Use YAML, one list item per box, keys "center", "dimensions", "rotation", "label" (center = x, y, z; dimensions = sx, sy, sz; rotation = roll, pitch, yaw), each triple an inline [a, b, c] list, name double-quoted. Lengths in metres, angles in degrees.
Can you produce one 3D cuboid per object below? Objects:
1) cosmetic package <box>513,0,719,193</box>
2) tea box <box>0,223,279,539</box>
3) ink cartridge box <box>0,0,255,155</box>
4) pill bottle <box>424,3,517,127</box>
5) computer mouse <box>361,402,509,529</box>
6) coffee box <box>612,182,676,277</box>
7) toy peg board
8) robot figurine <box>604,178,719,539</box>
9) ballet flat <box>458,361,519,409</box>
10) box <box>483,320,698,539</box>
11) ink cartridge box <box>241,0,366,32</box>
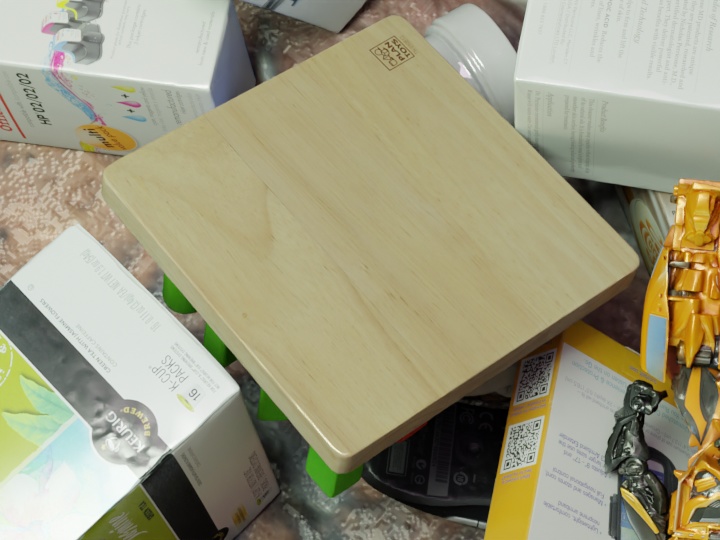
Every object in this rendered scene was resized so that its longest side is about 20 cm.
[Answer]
- center: [0.182, -0.094, 1.007]
  dimensions: [0.198, 0.113, 0.082]
  rotation: [9, 70, 7]
  label: "cosmetic package"
- center: [-0.163, 0.115, 1.025]
  dimensions: [0.197, 0.200, 0.134]
  rotation: [-44, 72, -13]
  label: "tea box"
- center: [-0.172, -0.124, 1.164]
  dimensions: [0.198, 0.115, 0.068]
  rotation: [8, 69, 8]
  label: "ink cartridge box"
- center: [0.001, -0.071, 1.133]
  dimensions: [0.199, 0.112, 0.112]
  rotation: [-33, 70, -9]
  label: "pill bottle"
- center: [0.089, 0.140, 1.081]
  dimensions: [0.198, 0.046, 0.141]
  rotation: [5, 62, -6]
  label: "computer mouse"
- center: [0.194, -0.055, 1.110]
  dimensions: [0.079, 0.114, 0.201]
  rotation: [-17, 69, -3]
  label: "coffee box"
- center: [0.000, 0.000, 1.002]
  dimensions: [0.199, 0.098, 0.200]
  rotation: [-31, 66, -26]
  label: "toy peg board"
- center: [0.198, 0.058, 0.967]
  dimensions: [0.144, 0.058, 0.202]
  rotation: [4, 92, 10]
  label: "robot figurine"
- center: [0.015, 0.037, 1.056]
  dimensions: [0.199, 0.072, 0.073]
  rotation: [8, 69, -4]
  label: "ballet flat"
- center: [0.122, 0.137, 1.008]
  dimensions: [0.119, 0.041, 0.201]
  rotation: [30, 61, -28]
  label: "box"
- center: [-0.075, -0.231, 1.144]
  dimensions: [0.086, 0.200, 0.147]
  rotation: [-47, 70, 18]
  label: "ink cartridge box"
